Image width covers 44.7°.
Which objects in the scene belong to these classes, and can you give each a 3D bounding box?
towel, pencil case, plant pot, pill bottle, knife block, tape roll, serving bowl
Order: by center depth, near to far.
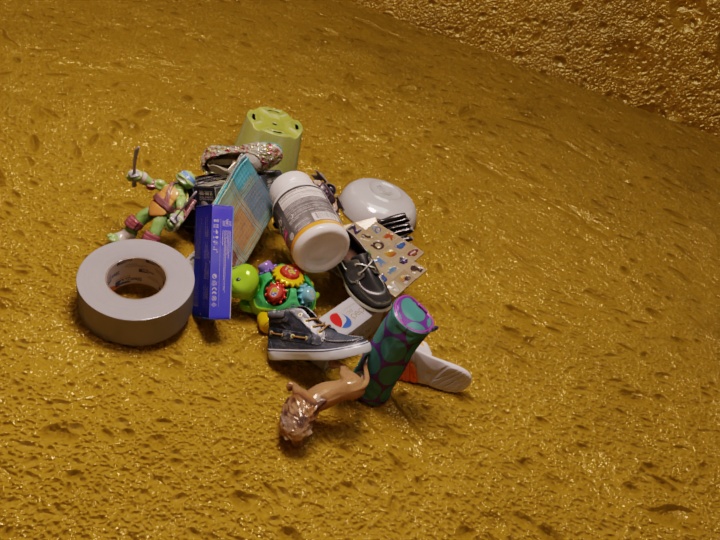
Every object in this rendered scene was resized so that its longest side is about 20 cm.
[{"bbox_3d":[-0.391,0.036,1.526,0.198,0.067,0.201,7,43,-6],"label":"tape roll"},{"bbox_3d":[0.056,0.143,1.538,0.092,0.201,0.085,-14,52,-47],"label":"pencil case"},{"bbox_3d":[-0.233,-0.109,1.712,0.022,0.147,0.201,-3,46,31],"label":"towel"},{"bbox_3d":[-0.106,-0.099,1.712,0.115,0.117,0.201,1,39,-30],"label":"pill bottle"},{"bbox_3d":[0.010,-0.077,1.875,0.199,0.064,0.176,28,75,12],"label":"knife block"},{"bbox_3d":[-0.216,-0.261,1.991,0.198,0.185,0.201,15,32,-10],"label":"plant pot"},{"bbox_3d":[0.050,-0.167,2.122,0.198,0.066,0.201,15,32,-10],"label":"serving bowl"}]

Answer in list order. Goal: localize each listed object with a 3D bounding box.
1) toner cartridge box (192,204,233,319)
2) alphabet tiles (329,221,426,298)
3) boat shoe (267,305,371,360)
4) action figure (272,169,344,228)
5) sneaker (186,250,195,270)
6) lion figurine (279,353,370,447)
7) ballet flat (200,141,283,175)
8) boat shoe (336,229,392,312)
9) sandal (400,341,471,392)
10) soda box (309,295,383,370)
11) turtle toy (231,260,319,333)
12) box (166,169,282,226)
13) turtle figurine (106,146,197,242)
[{"bbox_3d":[-0.265,-0.015,1.570,0.043,0.202,0.095,2,1,-28],"label":"toner cartridge box"},{"bbox_3d":[0.027,-0.024,1.776,0.199,0.006,0.166,34,55,26],"label":"alphabet tiles"},{"bbox_3d":[-0.078,0.108,1.529,0.198,0.092,0.071,-4,2,23],"label":"boat shoe"},{"bbox_3d":[-0.109,-0.145,1.966,0.130,0.069,0.200,46,44,-5],"label":"action figure"},{"bbox_3d":[-0.302,-0.019,1.682,0.076,0.081,0.200,30,34,10],"label":"sneaker"},{"bbox_3d":[-0.053,0.206,1.448,0.199,0.073,0.122,-32,19,-8],"label":"lion figurine"},{"bbox_3d":[-0.249,-0.222,1.807,0.198,0.076,0.064,0,46,32],"label":"ballet flat"},{"bbox_3d":[0.000,0.000,1.704,0.071,0.068,0.201,-17,52,-22],"label":"boat shoe"},{"bbox_3d":[0.113,0.172,1.657,0.205,0.080,0.059,23,30,-15],"label":"sandal"},{"bbox_3d":[-0.032,0.110,1.661,0.063,0.069,0.200,32,33,17],"label":"soda box"},{"bbox_3d":[-0.167,0.038,1.657,0.198,0.102,0.146,3,36,-27],"label":"turtle toy"},{"bbox_3d":[-0.282,-0.152,1.820,0.163,0.087,0.199,6,19,36],"label":"box"},{"bbox_3d":[-0.400,-0.118,1.638,0.143,0.195,0.200,35,5,-7],"label":"turtle figurine"}]
